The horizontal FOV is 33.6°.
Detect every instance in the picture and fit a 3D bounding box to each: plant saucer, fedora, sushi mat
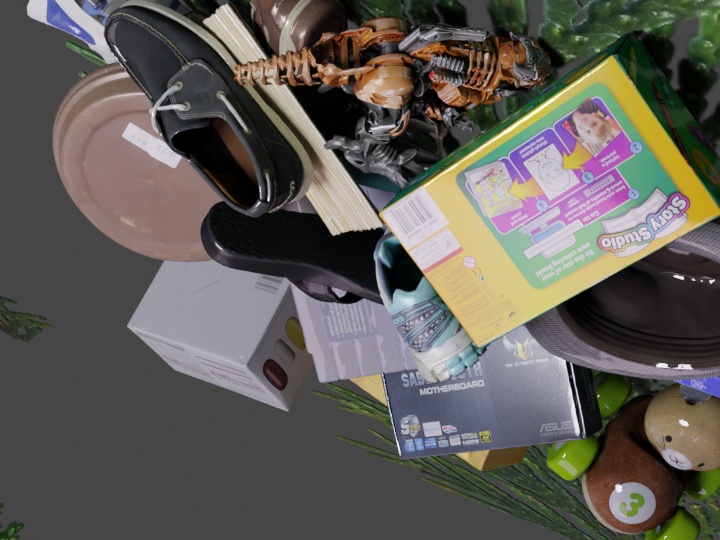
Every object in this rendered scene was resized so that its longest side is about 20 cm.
[{"bbox_3d":[-0.163,-0.081,0.991,0.199,0.030,0.201,7,130,8],"label":"plant saucer"},{"bbox_3d":[0.220,-0.002,0.882,0.199,0.091,0.177,-2,136,30],"label":"fedora"},{"bbox_3d":[-0.057,-0.109,0.903,0.200,0.012,0.096,54,158,-12],"label":"sushi mat"}]

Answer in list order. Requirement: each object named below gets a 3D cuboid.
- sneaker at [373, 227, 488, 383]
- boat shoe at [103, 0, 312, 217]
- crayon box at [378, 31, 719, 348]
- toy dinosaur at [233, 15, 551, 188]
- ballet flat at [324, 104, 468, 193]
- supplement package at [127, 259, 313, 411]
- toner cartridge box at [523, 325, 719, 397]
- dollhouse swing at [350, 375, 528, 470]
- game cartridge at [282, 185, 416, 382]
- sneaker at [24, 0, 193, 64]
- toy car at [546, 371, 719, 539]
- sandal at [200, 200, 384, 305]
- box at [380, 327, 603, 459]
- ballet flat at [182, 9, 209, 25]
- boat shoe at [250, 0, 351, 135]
[{"bbox_3d":[0.047,-0.006,0.908,0.086,0.077,0.200,56,-172,-28],"label":"sneaker"},{"bbox_3d":[-0.122,-0.121,0.879,0.200,0.068,0.072,47,132,7],"label":"boat shoe"},{"bbox_3d":[0.125,-0.047,0.782,0.200,0.058,0.119,-32,99,32],"label":"crayon box"},{"bbox_3d":[0.022,-0.136,0.811,0.199,0.103,0.136,20,160,-3],"label":"toy dinosaur"},{"bbox_3d":[0.066,-0.080,0.952,0.199,0.069,0.068,25,163,4],"label":"ballet flat"},{"bbox_3d":[-0.111,0.016,1.234,0.155,0.201,0.111,16,158,29],"label":"supplement package"},{"bbox_3d":[0.225,0.025,0.973,0.199,0.095,0.043,20,160,21],"label":"toner cartridge box"},{"bbox_3d":[0.102,0.075,1.233,0.200,0.176,0.182,32,-170,25],"label":"dollhouse swing"},{"bbox_3d":[0.000,0.000,1.060,0.129,0.038,0.201,-7,114,12],"label":"game cartridge"},{"bbox_3d":[-0.206,-0.211,0.986,0.115,0.081,0.200,18,154,38],"label":"sneaker"},{"bbox_3d":[0.313,0.170,1.171,0.164,0.158,0.200,39,149,-2],"label":"toy car"},{"bbox_3d":[-0.040,-0.010,0.993,0.199,0.076,0.048,15,140,-21],"label":"sandal"},{"bbox_3d":[0.113,0.086,1.110,0.199,0.159,0.051,-11,179,32],"label":"box"},{"bbox_3d":[-0.111,-0.120,1.001,0.075,0.068,0.201,19,132,21],"label":"ballet flat"},{"bbox_3d":[-0.052,-0.161,0.921,0.075,0.075,0.203,37,157,13],"label":"boat shoe"}]
